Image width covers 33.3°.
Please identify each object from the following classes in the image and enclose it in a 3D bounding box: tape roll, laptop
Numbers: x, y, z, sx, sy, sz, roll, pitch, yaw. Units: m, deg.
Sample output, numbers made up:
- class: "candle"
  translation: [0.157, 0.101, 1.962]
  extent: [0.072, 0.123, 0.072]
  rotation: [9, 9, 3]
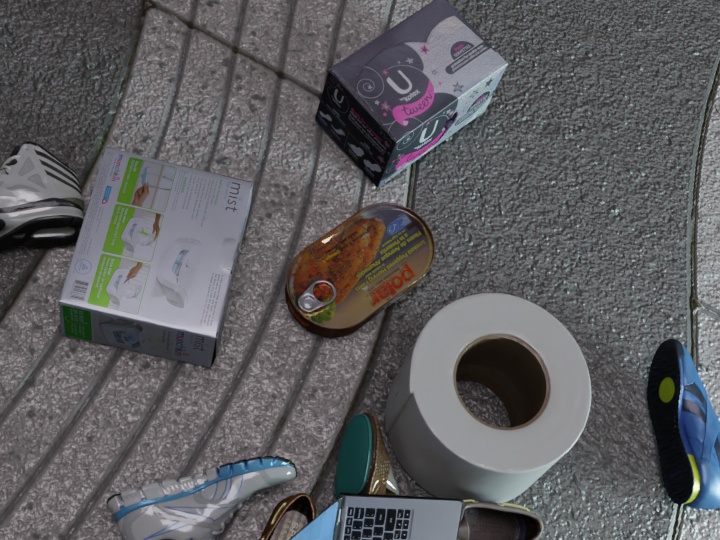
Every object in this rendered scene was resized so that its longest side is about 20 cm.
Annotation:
- class: "tape roll"
  translation: [0.137, 0.144, 1.324]
  extent: [0.201, 0.139, 0.204]
  rotation: [4, 64, -9]
- class: "laptop"
  translation: [0.003, 0.327, 1.169]
  extent: [0.198, 0.116, 0.189]
  rotation: [5, 108, -10]

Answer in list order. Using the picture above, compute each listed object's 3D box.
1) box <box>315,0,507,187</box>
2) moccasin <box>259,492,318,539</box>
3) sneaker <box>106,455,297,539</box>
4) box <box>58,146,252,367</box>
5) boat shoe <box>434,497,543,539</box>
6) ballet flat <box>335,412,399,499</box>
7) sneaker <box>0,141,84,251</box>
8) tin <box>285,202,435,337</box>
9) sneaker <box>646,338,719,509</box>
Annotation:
- class: "box"
  translation: [0.064, -0.223, 1.499]
  extent: [0.200, 0.115, 0.132]
  rotation: [-37, 76, -24]
- class: "moccasin"
  translation: [-0.086, 0.325, 1.225]
  extent: [0.073, 0.078, 0.202]
  rotation: [24, 62, 1]
- class: "sneaker"
  translation: [-0.158, 0.251, 1.260]
  extent: [0.198, 0.075, 0.087]
  rotation: [-15, 79, -12]
- class: "box"
  translation: [-0.226, -0.016, 1.351]
  extent: [0.175, 0.097, 0.201]
  rotation: [12, 63, -6]
- class: "boat shoe"
  translation: [0.101, 0.274, 1.269]
  extent: [0.199, 0.059, 0.073]
  rotation: [6, 73, -28]
- class: "ballet flat"
  translation: [0.006, 0.255, 1.296]
  extent: [0.065, 0.070, 0.202]
  rotation: [25, 62, -29]
- class: "sneaker"
  translation: [-0.416, -0.085, 1.370]
  extent: [0.199, 0.076, 0.116]
  rotation: [-1, 56, -21]
- class: "tin"
  translation: [0.000, 0.000, 1.423]
  extent: [0.199, 0.042, 0.112]
  rotation: [-35, 72, -24]
- class: "sneaker"
  translation: [0.389, 0.179, 1.405]
  extent: [0.078, 0.066, 0.202]
  rotation: [6, 63, -21]
